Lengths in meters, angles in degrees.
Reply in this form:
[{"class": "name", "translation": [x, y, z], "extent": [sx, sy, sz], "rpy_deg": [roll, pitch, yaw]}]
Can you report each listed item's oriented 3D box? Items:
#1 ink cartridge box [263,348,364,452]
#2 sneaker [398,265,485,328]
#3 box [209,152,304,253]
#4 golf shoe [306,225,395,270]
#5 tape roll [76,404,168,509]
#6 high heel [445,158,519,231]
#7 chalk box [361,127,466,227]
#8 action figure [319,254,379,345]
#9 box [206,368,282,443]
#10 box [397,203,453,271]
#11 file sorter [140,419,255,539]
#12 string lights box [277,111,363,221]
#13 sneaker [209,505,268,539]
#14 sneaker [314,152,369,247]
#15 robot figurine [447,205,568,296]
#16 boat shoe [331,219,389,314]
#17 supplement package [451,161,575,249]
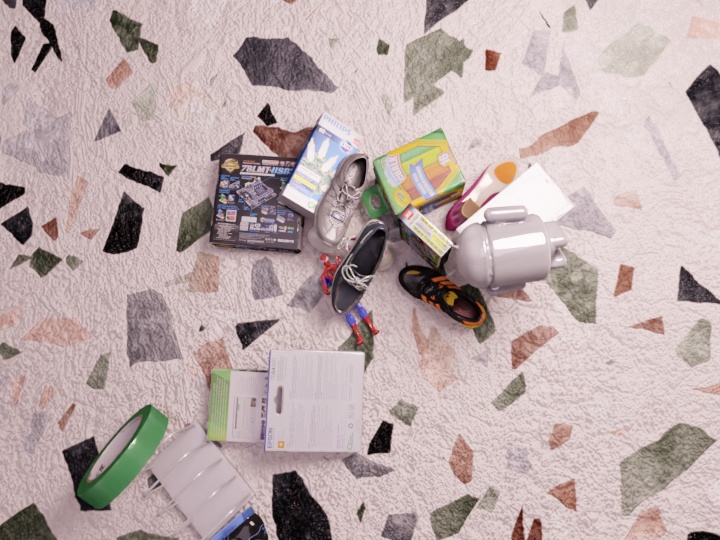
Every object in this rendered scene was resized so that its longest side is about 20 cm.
[{"class": "ink cartridge box", "translation": [-0.092, 0.261, 1.101], "extent": [0.196, 0.043, 0.201], "rpy_deg": [4, 84, -9]}, {"class": "sneaker", "translation": [0.166, 0.046, 1.099], "extent": [0.198, 0.090, 0.071], "rpy_deg": [31, 87, 8]}, {"class": "box", "translation": [-0.217, -0.146, 1.180], "extent": [0.196, 0.050, 0.203], "rpy_deg": [4, 82, 4]}, {"class": "golf shoe", "translation": [-0.022, -0.059, 1.131], "extent": [0.196, 0.092, 0.077], "rpy_deg": [15, 86, 9]}, {"class": "tape roll", "translation": [-0.464, 0.361, 1.070], "extent": [0.201, 0.200, 0.048], "rpy_deg": [-46, 108, -1]}, {"class": "high heel", "translation": [0.254, -0.157, 1.146], "extent": [0.067, 0.096, 0.201], "rpy_deg": [42, 69, -3]}, {"class": "chalk box", "translation": [0.098, -0.176, 1.115], "extent": [0.197, 0.124, 0.127], "rpy_deg": [-25, 81, 2]}, {"class": "action figure", "translation": [-0.034, 0.049, 1.118], "extent": [0.065, 0.099, 0.202], "rpy_deg": [-30, 79, 0]}, {"class": "box", "translation": [-0.218, 0.283, 1.138], "extent": [0.195, 0.036, 0.148], "rpy_deg": [2, 83, 5]}, {"class": "box", "translation": [0.125, -0.059, 1.061], "extent": [0.110, 0.200, 0.035], "rpy_deg": [44, 89, 10]}, {"class": "file sorter", "translation": [-0.337, 0.431, 1.087], "extent": [0.139, 0.125, 0.200], "rpy_deg": [-43, 82, 0]}, {"class": "string lights box", "translation": [-0.083, -0.214, 1.141], "extent": [0.102, 0.059, 0.203], "rpy_deg": [28, 78, -16]}, {"class": "sneaker", "translation": [-0.274, 0.568, 1.092], "extent": [0.199, 0.070, 0.078], "rpy_deg": [-41, 76, 0]}, {"class": "sneaker", "translation": [-0.036, -0.146, 1.078], "extent": [0.074, 0.082, 0.204], "rpy_deg": [20, 79, -17]}, {"class": "robot figurine", "translation": [0.247, -0.032, 0.931], "extent": [0.196, 0.114, 0.173], "rpy_deg": [-7, 119, 3]}, {"class": "boat shoe", "translation": [0.000, 0.000, 1.052], "extent": [0.074, 0.062, 0.202], "rpy_deg": [28, 101, -12]}, {"class": "supplement package", "translation": [0.289, -0.087, 1.069], "extent": [0.199, 0.156, 0.111], "rpy_deg": [-40, 82, -1]}]
